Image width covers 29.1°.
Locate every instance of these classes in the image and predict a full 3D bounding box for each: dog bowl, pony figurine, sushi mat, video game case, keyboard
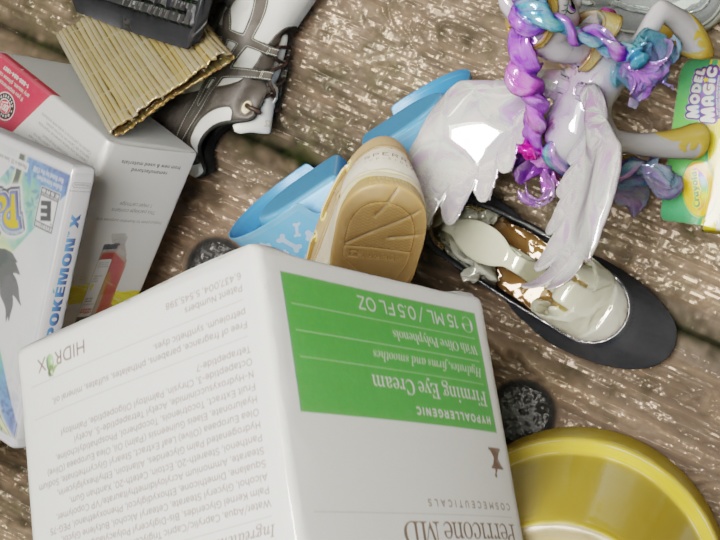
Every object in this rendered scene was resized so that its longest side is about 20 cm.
[{"bbox_3d":[0.004,-0.062,0.953,0.200,0.112,0.050,-32,105,10],"label":"dog bowl"},{"bbox_3d":[0.130,-0.093,0.850,0.166,0.200,0.194,28,105,43],"label":"pony figurine"},{"bbox_3d":[-0.154,-0.156,0.961,0.096,0.200,0.012,-36,125,-2],"label":"sushi mat"},{"bbox_3d":[-0.259,-0.007,0.904,0.200,0.022,0.183,23,104,36],"label":"video game case"},{"bbox_3d":[-0.146,-0.227,0.954,0.200,0.021,0.128,26,101,51],"label":"keyboard"}]

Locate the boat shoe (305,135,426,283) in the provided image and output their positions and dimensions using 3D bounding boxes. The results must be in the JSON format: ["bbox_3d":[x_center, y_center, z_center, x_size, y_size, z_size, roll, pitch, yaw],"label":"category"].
[{"bbox_3d":[0.000,0.000,0.889,0.073,0.069,0.200,12,134,-10],"label":"boat shoe"}]

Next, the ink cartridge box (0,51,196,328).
[{"bbox_3d":[-0.220,-0.030,0.975,0.145,0.083,0.201,37,111,33],"label":"ink cartridge box"}]

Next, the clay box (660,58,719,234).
[{"bbox_3d":[0.304,-0.073,0.910,0.199,0.048,0.115,9,91,15],"label":"clay box"}]

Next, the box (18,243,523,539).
[{"bbox_3d":[-0.050,0.106,0.775,0.200,0.199,0.172,-22,68,35],"label":"box"}]

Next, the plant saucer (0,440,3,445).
[{"bbox_3d":[-0.285,0.042,0.955,0.199,0.029,0.201,1,91,38],"label":"plant saucer"}]

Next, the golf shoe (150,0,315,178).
[{"bbox_3d":[-0.075,-0.149,0.992,0.200,0.078,0.095,-41,84,20],"label":"golf shoe"}]

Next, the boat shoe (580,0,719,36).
[{"bbox_3d":[0.149,-0.206,0.936,0.200,0.072,0.070,19,93,11],"label":"boat shoe"}]

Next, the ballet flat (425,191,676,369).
[{"bbox_3d":[0.122,0.006,0.942,0.200,0.073,0.073,34,97,11],"label":"ballet flat"}]

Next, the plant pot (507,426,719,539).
[{"bbox_3d":[0.133,0.207,0.876,0.200,0.189,0.202,0,89,12],"label":"plant pot"}]
